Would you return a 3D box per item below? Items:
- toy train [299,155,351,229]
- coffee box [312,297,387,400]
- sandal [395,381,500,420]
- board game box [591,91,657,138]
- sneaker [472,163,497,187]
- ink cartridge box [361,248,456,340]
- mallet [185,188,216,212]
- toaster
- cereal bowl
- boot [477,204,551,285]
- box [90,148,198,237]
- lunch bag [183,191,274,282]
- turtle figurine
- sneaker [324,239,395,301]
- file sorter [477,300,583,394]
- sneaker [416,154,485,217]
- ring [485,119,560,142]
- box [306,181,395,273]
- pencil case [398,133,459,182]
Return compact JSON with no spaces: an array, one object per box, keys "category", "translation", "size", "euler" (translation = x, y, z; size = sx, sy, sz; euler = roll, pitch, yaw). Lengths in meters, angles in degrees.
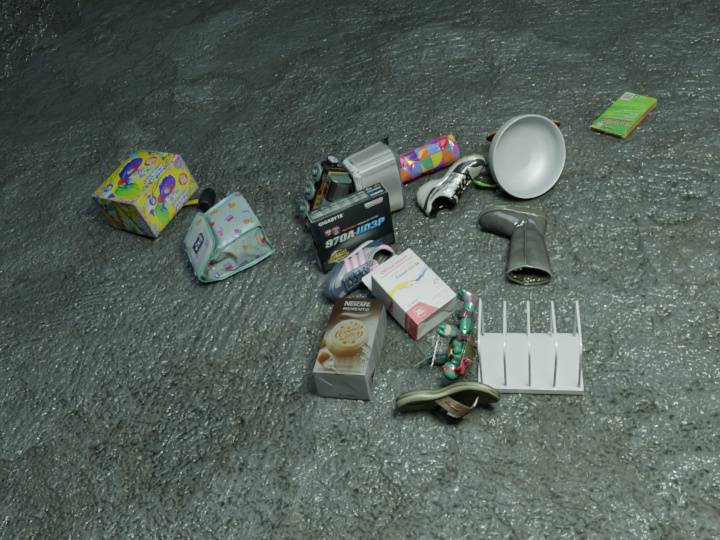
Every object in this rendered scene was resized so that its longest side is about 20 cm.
[{"category":"toy train","translation":[-0.088,-0.178,1.731],"size":[0.083,0.203,0.115],"euler":[1,37,-32]},{"category":"coffee box","translation":[-0.017,0.156,1.424],"size":[0.111,0.081,0.203],"euler":[1,44,15]},{"category":"sandal","translation":[0.163,0.251,1.291],"size":[0.195,0.080,0.059],"euler":[-11,58,12]},{"category":"board game box","translation":[0.720,-0.423,1.902],"size":[0.094,0.031,0.199],"euler":[26,52,36]},{"category":"sneaker","translation":[0.360,-0.284,1.800],"size":[0.198,0.085,0.076],"euler":[-35,45,-23]},{"category":"ink cartridge box","translation":[0.100,0.036,1.503],"size":[0.115,0.068,0.200],"euler":[-33,58,-21]},{"category":"mallet","translation":[-0.499,-0.195,1.965],"size":[0.194,0.042,0.067],"euler":[-2,44,18]},{"category":"toaster","translation":[0.033,-0.227,1.734],"size":[0.127,0.204,0.114],"euler":[-24,40,-14]},{"category":"cereal bowl","translation":[0.402,-0.284,1.723],"size":[0.195,0.205,0.083],"euler":[-20,17,-8]},{"category":"boot","translation":[0.346,-0.056,1.581],"size":[0.177,0.073,0.203],"euler":[1,50,18]},{"category":"box","translation":[-0.591,-0.217,1.918],"size":[0.189,0.123,0.202],"euler":[11,53,32]},{"category":"lunch bag","translation":[-0.341,-0.075,1.731],"size":[0.197,0.123,0.171],"euler":[-31,46,-7]},{"category":"turtle figurine","translation":[0.180,0.143,1.356],"size":[0.099,0.151,0.202],"euler":[27,53,4]},{"category":"sneaker","translation":[0.000,0.000,1.590],"size":[0.081,0.071,0.200],"euler":[13,48,42]},{"category":"file sorter","translation":[0.321,0.139,1.323],"size":[0.194,0.127,0.141],"euler":[-1,43,13]},{"category":"sneaker","translation":[0.236,-0.205,1.739],"size":[0.198,0.075,0.089],"euler":[-35,50,15]},{"category":"ring","translation":[0.427,-0.360,1.830],"size":[0.194,0.020,0.200],"euler":[-8,-2,0]},{"category":"box","translation":[-0.020,-0.099,1.642],"size":[0.196,0.162,0.046],"euler":[-23,43,-12]},{"category":"pencil case","translation":[0.174,-0.295,1.866],"size":[0.196,0.090,0.089],"euler":[-22,42,-12]}]
